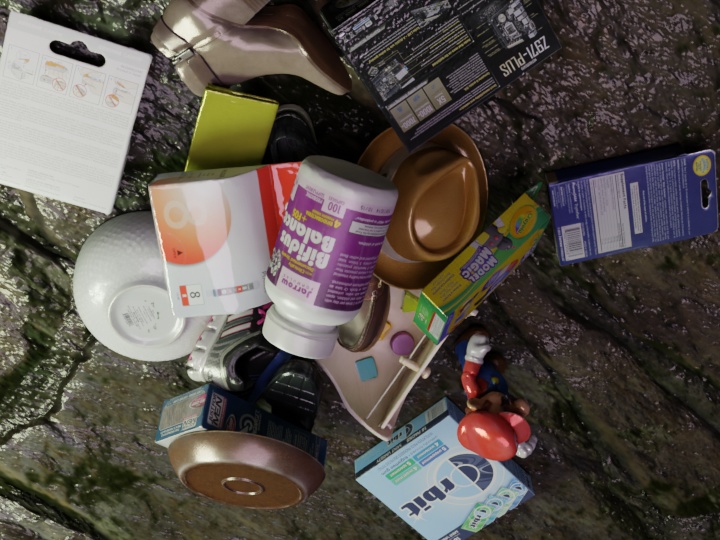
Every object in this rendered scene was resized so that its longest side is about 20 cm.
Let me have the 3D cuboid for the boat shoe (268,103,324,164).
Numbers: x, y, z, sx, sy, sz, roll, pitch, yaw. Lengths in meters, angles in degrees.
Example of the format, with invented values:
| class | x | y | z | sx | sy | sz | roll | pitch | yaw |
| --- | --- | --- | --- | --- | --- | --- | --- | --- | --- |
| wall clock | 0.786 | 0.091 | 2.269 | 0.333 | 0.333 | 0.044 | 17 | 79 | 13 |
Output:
| class | x | y | z | sx | sy | sz | roll | pitch | yaw |
| --- | --- | --- | --- | --- | --- | --- | --- | --- | --- |
| boat shoe | -0.057 | -0.093 | 1.328 | 0.074 | 0.066 | 0.201 | -12 | 123 | 6 |

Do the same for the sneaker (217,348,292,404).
| class | x | y | z | sx | sy | sz | roll | pitch | yaw |
| --- | --- | --- | --- | --- | --- | --- | --- | --- | --- |
| sneaker | -0.156 | 0.134 | 1.478 | 0.078 | 0.070 | 0.200 | 39 | 122 | 0 |

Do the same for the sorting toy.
| class | x | y | z | sx | sy | sz | roll | pitch | yaw |
| --- | --- | --- | --- | --- | --- | --- | --- | --- | --- |
| sorting toy | 0.016 | 0.073 | 1.426 | 0.179 | 0.107 | 0.201 | 33 | 100 | -7 |

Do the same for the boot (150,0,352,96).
| class | x | y | z | sx | sy | sz | roll | pitch | yaw |
| --- | --- | --- | --- | --- | --- | --- | --- | --- | --- |
| boot | -0.123 | -0.235 | 1.240 | 0.145 | 0.071 | 0.200 | -31 | 119 | 23 |

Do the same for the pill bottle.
| class | x | y | z | sx | sy | sz | roll | pitch | yaw |
| --- | --- | --- | --- | --- | --- | --- | --- | --- | --- |
| pill bottle | -0.040 | -0.012 | 1.228 | 0.111 | 0.112 | 0.202 | 15 | 106 | -13 |

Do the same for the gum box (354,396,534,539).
| class | x | y | z | sx | sy | sz | roll | pitch | yaw |
| --- | --- | --- | --- | --- | --- | --- | --- | --- | --- |
| gum box | 0.119 | 0.291 | 1.602 | 0.169 | 0.045 | 0.200 | -37 | 117 | 19 |

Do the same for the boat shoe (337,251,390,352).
| class | x | y | z | sx | sy | sz | roll | pitch | yaw |
| --- | --- | --- | --- | --- | --- | --- | --- | --- | --- |
| boat shoe | 0.000 | 0.000 | 1.352 | 0.070 | 0.070 | 0.202 | 14 | 98 | 29 |

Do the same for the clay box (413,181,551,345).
| class | x | y | z | sx | sy | sz | roll | pitch | yaw |
| --- | --- | --- | --- | --- | --- | --- | --- | --- | --- |
| clay box | 0.148 | -0.009 | 1.321 | 0.200 | 0.115 | 0.048 | -42 | 77 | -15 |

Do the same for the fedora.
| class | x | y | z | sx | sy | sz | roll | pitch | yaw |
| --- | --- | --- | --- | --- | --- | --- | --- | --- | --- |
| fedora | 0.081 | -0.074 | 1.289 | 0.199 | 0.082 | 0.203 | -4 | 98 | -27 |

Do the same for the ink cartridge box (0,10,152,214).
| class | x | y | z | sx | sy | sz | roll | pitch | yaw |
| --- | --- | --- | --- | --- | --- | --- | --- | --- | --- |
| ink cartridge box | -0.333 | -0.178 | 1.278 | 0.160 | 0.050 | 0.202 | 16 | 113 | -12 |

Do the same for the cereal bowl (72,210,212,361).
| class | x | y | z | sx | sy | sz | roll | pitch | yaw |
| --- | --- | --- | --- | --- | --- | --- | --- | --- | --- |
| cereal bowl | -0.256 | 0.034 | 1.391 | 0.197 | 0.084 | 0.202 | -2 | 124 | -3 |

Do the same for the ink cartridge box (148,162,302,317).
| class | x | y | z | sx | sy | sz | roll | pitch | yaw |
| --- | --- | --- | --- | --- | --- | --- | --- | --- | --- |
| ink cartridge box | -0.127 | -0.033 | 1.281 | 0.197 | 0.050 | 0.164 | -4 | 113 | 8 |

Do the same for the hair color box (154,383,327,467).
| class | x | y | z | sx | sy | sz | roll | pitch | yaw |
| --- | --- | --- | --- | --- | --- | --- | --- | --- | --- |
| hair color box | -0.147 | 0.215 | 1.432 | 0.199 | 0.061 | 0.099 | 31 | 142 | -34 |

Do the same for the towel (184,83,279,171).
| class | x | y | z | sx | sy | sz | roll | pitch | yaw |
| --- | --- | --- | --- | --- | --- | --- | --- | --- | --- |
| towel | -0.156 | -0.126 | 1.307 | 0.085 | 0.018 | 0.201 | 9 | 135 | -14 |

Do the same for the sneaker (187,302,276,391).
| class | x | y | z | sx | sy | sz | roll | pitch | yaw |
| --- | --- | --- | --- | --- | --- | --- | --- | --- | --- |
| sneaker | -0.128 | 0.059 | 1.377 | 0.087 | 0.074 | 0.201 | 27 | 89 | 18 |

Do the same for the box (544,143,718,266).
| class | x | y | z | sx | sy | sz | roll | pitch | yaw |
| --- | --- | --- | --- | --- | --- | --- | --- | --- | --- |
| box | 0.329 | -0.081 | 1.378 | 0.198 | 0.033 | 0.122 | -11 | 123 | 6 |

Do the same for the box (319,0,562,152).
| class | x | y | z | sx | sy | sz | roll | pitch | yaw |
| --- | --- | --- | --- | --- | --- | --- | --- | --- | --- |
| box | 0.084 | -0.255 | 1.201 | 0.199 | 0.086 | 0.164 | -34 | 119 | 6 |

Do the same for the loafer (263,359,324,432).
| class | x | y | z | sx | sy | sz | roll | pitch | yaw |
| --- | --- | --- | --- | --- | --- | --- | --- | --- | --- |
| loafer | -0.079 | 0.148 | 1.437 | 0.072 | 0.073 | 0.200 | 21 | 154 | 1 |

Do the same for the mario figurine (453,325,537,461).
| class | x | y | z | sx | sy | sz | roll | pitch | yaw |
| --- | --- | --- | --- | --- | --- | --- | --- | --- | --- |
| mario figurine | 0.176 | 0.154 | 1.422 | 0.122 | 0.201 | 0.107 | 20 | 121 | -16 |

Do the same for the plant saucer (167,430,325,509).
| class | x | y | z | sx | sy | sz | roll | pitch | yaw |
| --- | --- | --- | --- | --- | --- | --- | --- | --- | --- |
| plant saucer | -0.143 | 0.253 | 1.402 | 0.198 | 0.035 | 0.201 | 7 | 149 | 4 |
